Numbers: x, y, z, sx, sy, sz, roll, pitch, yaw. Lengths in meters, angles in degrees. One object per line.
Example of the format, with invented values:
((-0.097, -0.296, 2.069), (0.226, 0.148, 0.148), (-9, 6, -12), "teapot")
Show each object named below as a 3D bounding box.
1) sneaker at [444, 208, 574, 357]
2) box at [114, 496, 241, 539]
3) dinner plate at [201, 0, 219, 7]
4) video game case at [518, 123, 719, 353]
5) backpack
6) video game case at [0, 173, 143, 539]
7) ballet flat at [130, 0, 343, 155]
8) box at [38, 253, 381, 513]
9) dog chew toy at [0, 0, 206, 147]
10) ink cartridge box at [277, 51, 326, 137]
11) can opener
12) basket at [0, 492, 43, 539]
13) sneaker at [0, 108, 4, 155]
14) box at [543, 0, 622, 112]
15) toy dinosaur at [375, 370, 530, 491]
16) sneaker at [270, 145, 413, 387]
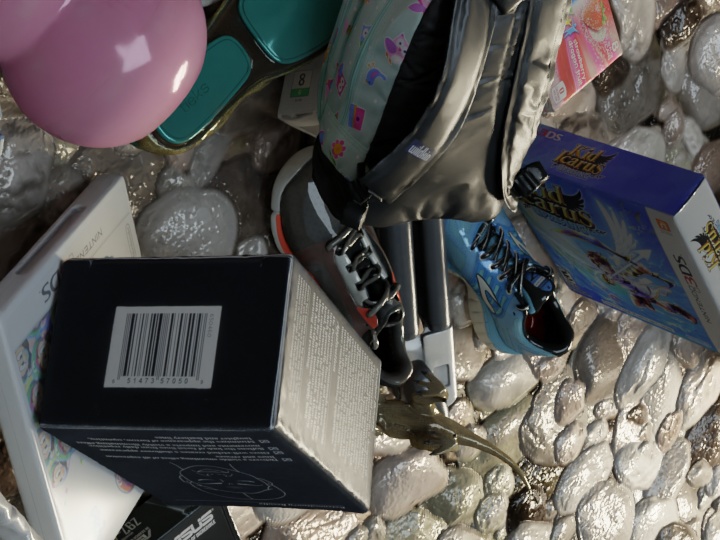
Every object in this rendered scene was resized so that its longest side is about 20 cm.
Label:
((0.116, -0.007, 1.257), (0.079, 0.090, 0.201), (-49, 128, -18), "sneaker")
((-0.161, 0.264, 1.131), (0.199, 0.043, 0.161), (-36, 127, -28), "box")
((-0.115, -0.264, 0.995), (0.199, 0.024, 0.202), (-17, 116, -39), "dinner plate")
((0.212, -0.025, 1.262), (0.046, 0.199, 0.182), (-48, 131, -16), "video game case")
((0.051, -0.136, 1.030), (0.166, 0.127, 0.202), (-10, 129, -38), "backpack")
((-0.171, 0.069, 1.001), (0.182, 0.023, 0.202), (-62, 148, -57), "video game case")
((-0.081, -0.143, 1.043), (0.200, 0.070, 0.071), (-43, 130, -26), "ballet flat")
((-0.084, 0.075, 0.992), (0.200, 0.147, 0.108), (54, 38, -63), "box")
((-0.182, -0.162, 0.904), (0.200, 0.124, 0.125), (41, 76, -25), "dog chew toy")
((0.026, -0.178, 1.155), (0.160, 0.050, 0.202), (22, 74, -45), "ink cartridge box")
((0.051, 0.039, 1.220), (0.053, 0.067, 0.202), (-16, 124, -16), "can opener")
((-0.314, 0.154, 0.867), (0.200, 0.160, 0.199), (-50, 132, -18), "basket")
((-0.272, -0.016, 0.911), (0.114, 0.080, 0.202), (-4, 101, -38), "sneaker")
((0.099, -0.221, 1.130), (0.102, 0.094, 0.202), (-40, 119, -38), "box")
((0.045, 0.113, 1.190), (0.198, 0.101, 0.059), (13, 76, -5), "toy dinosaur")
((0.000, 0.000, 1.157), (0.077, 0.082, 0.201), (-38, 128, -26), "sneaker")
